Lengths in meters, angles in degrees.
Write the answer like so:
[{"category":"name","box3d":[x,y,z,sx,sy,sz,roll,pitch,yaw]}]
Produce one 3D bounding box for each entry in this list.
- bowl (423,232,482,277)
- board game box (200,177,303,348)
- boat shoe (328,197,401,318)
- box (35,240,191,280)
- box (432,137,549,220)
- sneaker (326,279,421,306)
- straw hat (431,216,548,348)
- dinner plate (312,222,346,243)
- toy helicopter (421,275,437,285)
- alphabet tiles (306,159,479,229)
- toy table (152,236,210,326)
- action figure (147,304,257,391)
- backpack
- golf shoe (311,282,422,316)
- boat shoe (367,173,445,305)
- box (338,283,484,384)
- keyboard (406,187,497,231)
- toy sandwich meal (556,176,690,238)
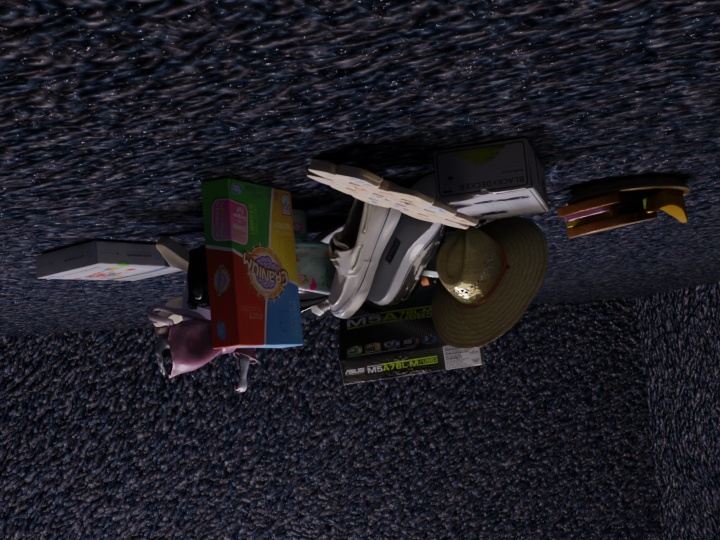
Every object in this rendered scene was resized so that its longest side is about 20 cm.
[{"category":"bowl","box3d":[0.102,-0.040,1.752,0.198,0.092,0.201,8,177,0]},{"category":"board game box","box3d":[-0.133,-0.005,1.451,0.040,0.203,0.153,-8,174,27]},{"category":"boat shoe","box3d":[-0.009,-0.028,1.530,0.065,0.201,0.072,12,-149,-25]},{"category":"box","box3d":[-0.396,-0.014,1.883,0.155,0.042,0.199,-11,171,38]},{"category":"box","box3d":[0.164,-0.107,1.424,0.115,0.061,0.200,-7,174,15]},{"category":"sneaker","box3d":[0.000,0.000,1.666,0.199,0.081,0.074,-4,-147,48]},{"category":"straw hat","box3d":[0.145,-0.006,1.529,0.200,0.203,0.085,-11,142,42]},{"category":"dinner plate","box3d":[-0.076,-0.015,1.829,0.200,0.024,0.200,-40,169,-9]},{"category":"toy helicopter","box3d":[0.130,0.052,1.923,0.078,0.202,0.132,-9,-169,32]},{"category":"alphabet tiles","box3d":[0.036,-0.089,1.369,0.199,0.015,0.195,21,176,-42]},{"category":"toy table","box3d":[-0.228,0.020,1.800,0.116,0.185,0.200,2,-146,45]},{"category":"action figure","box3d":[-0.199,0.088,1.672,0.198,0.151,0.134,-16,-159,-11]},{"category":"backpack","box3d":[-0.130,-0.010,1.623,0.198,0.153,0.177,8,171,-22]},{"category":"golf shoe","box3d":[0.009,0.041,1.812,0.198,0.096,0.078,9,-179,-19]},{"category":"boat shoe","box3d":[0.077,-0.037,1.532,0.066,0.201,0.070,5,-150,-43]},{"category":"box","box3d":[0.068,0.083,1.643,0.197,0.048,0.194,-8,-153,4]},{"category":"keyboard","box3d":[0.112,-0.064,1.618,0.197,0.021,0.128,-4,131,-11]},{"category":"toy sandwich meal","box3d":[0.395,-0.089,1.730,0.202,0.071,0.205,-5,174,-1]}]
